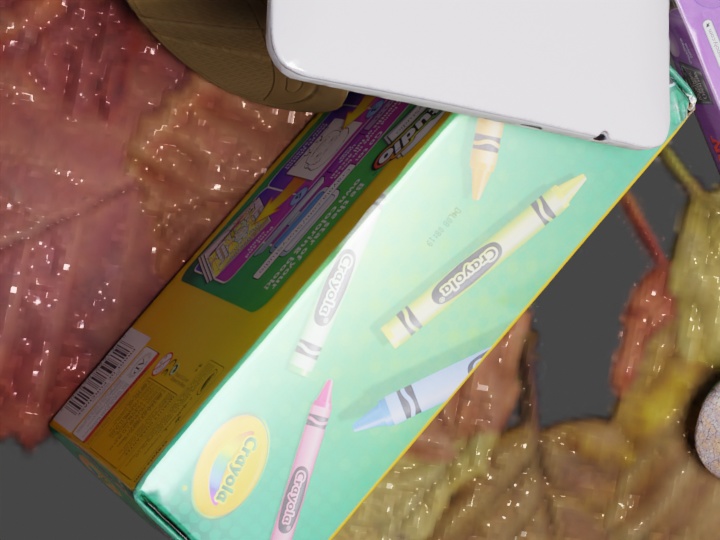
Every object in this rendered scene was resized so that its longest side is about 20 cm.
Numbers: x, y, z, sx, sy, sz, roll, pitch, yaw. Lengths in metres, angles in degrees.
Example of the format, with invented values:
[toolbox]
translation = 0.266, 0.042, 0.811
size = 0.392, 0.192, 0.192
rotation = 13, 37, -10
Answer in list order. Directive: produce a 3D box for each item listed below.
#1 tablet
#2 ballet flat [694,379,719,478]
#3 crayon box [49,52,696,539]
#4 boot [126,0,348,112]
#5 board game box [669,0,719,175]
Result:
[tablet]
translation = 0.035, -0.139, 0.813
size = 0.130, 0.014, 0.200
rotation = 10, 73, -28
[ballet flat]
translation = 0.214, 0.049, 0.971
size = 0.200, 0.067, 0.068
rotation = -8, 116, -16
[crayon box]
translation = 0.000, 0.000, 0.873
size = 0.058, 0.119, 0.200
rotation = 43, 83, -17
[boot]
translation = -0.029, -0.159, 0.863
size = 0.200, 0.073, 0.156
rotation = 59, 43, -47
[board game box]
translation = 0.159, -0.097, 0.962
size = 0.120, 0.032, 0.200
rotation = -27, 104, -16
